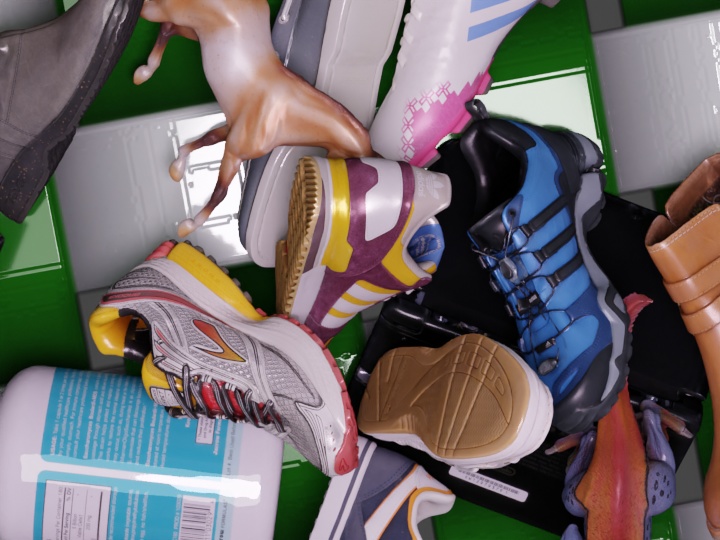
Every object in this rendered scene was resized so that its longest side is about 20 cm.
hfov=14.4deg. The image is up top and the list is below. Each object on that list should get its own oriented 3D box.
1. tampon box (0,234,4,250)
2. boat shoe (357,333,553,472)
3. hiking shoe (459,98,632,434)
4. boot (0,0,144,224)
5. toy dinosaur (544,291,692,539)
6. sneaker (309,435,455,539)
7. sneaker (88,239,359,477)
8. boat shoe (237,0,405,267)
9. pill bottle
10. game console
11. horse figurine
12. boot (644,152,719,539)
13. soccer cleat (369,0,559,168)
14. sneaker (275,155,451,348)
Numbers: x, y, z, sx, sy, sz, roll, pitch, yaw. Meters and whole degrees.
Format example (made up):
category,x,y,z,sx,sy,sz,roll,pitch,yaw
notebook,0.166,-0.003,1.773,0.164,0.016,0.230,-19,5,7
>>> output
category,x,y,z,sx,sy,sz,roll,pitch,yaw
tampon box,-0.314,0.049,1.652,0.150,0.126,0.200,21,94,-4
boat shoe,0.068,0.078,1.586,0.069,0.200,0.071,24,83,-21
hiking shoe,0.096,0.002,1.615,0.087,0.200,0.074,18,139,-32
boot,-0.213,-0.124,1.635,0.131,0.068,0.200,31,124,-6
toy dinosaur,0.129,0.148,1.595,0.105,0.182,0.200,-9,120,17
sneaker,-0.005,0.194,1.647,0.079,0.078,0.200,21,66,3
sneaker,-0.075,0.063,1.611,0.082,0.200,0.078,-35,138,-27
boat shoe,-0.033,-0.101,1.687,0.062,0.073,0.200,29,105,39
pill bottle,-0.147,0.115,1.669,0.200,0.111,0.111,7,95,-2
game console,0.106,0.048,1.714,0.200,0.116,0.176,21,125,-2
horse figurine,-0.082,-0.116,1.641,0.132,0.050,0.200,-32,76,33
boot,0.214,0.042,1.626,0.155,0.077,0.200,55,48,-25
soccer cleat,0.051,-0.148,1.667,0.086,0.070,0.200,38,85,-20
sneaker,0.000,0.000,1.627,0.090,0.200,0.075,2,67,-7
